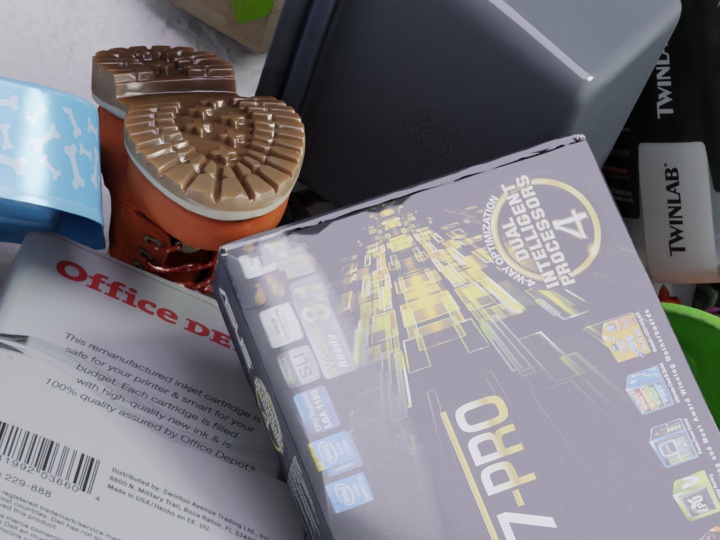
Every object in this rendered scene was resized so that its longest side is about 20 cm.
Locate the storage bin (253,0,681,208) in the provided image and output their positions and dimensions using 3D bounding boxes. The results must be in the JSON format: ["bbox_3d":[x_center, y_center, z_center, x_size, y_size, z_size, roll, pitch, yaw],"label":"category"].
[{"bbox_3d":[0.052,-0.091,1.129,0.134,0.200,0.145,39,53,12],"label":"storage bin"}]

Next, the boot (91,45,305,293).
[{"bbox_3d":[-0.071,-0.026,1.100,0.074,0.108,0.200,-1,16,-14],"label":"boot"}]

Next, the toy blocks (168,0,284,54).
[{"bbox_3d":[-0.056,-0.187,1.410,0.136,0.101,0.200,32,33,24],"label":"toy blocks"}]

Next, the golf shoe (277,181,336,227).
[{"bbox_3d":[0.000,0.000,1.211,0.200,0.078,0.094,41,35,14],"label":"golf shoe"}]

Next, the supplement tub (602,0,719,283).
[{"bbox_3d":[0.161,-0.103,1.169,0.121,0.202,0.123,-7,13,2],"label":"supplement tub"}]

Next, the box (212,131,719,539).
[{"bbox_3d":[0.050,0.062,0.990,0.160,0.049,0.201,-17,71,-13],"label":"box"}]

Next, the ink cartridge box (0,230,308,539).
[{"bbox_3d":[-0.098,0.093,1.013,0.145,0.084,0.201,24,34,-9],"label":"ink cartridge box"}]

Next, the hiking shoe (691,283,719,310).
[{"bbox_3d":[0.226,-0.015,1.373,0.075,0.101,0.201,17,36,-17],"label":"hiking shoe"}]

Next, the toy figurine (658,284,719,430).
[{"bbox_3d":[0.163,0.059,1.153,0.199,0.151,0.184,28,28,29],"label":"toy figurine"}]

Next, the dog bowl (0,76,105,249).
[{"bbox_3d":[-0.158,-0.045,1.070,0.110,0.050,0.200,8,-6,-4],"label":"dog bowl"}]
